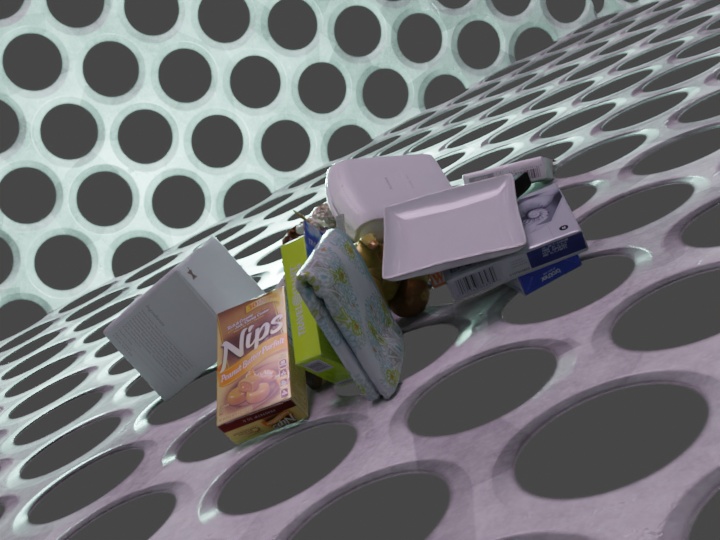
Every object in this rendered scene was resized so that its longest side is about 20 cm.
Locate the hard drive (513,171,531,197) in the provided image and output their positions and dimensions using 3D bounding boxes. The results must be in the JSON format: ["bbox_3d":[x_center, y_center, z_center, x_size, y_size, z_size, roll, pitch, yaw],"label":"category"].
[{"bbox_3d":[0.191,-0.115,1.797,0.199,0.033,0.139,-12,19,44],"label":"hard drive"}]

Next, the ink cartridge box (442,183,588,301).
[{"bbox_3d":[0.202,-0.055,1.428,0.198,0.041,0.200,-22,29,7],"label":"ink cartridge box"}]

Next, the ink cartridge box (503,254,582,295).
[{"bbox_3d":[0.240,-0.021,1.480,0.094,0.044,0.200,-28,14,-5],"label":"ink cartridge box"}]

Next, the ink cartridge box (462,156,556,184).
[{"bbox_3d":[0.301,-0.182,1.982,0.160,0.051,0.200,-12,-3,20],"label":"ink cartridge box"}]

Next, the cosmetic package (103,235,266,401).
[{"bbox_3d":[-0.293,0.081,1.727,0.200,0.167,0.167,-38,7,25],"label":"cosmetic package"}]

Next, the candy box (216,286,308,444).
[{"bbox_3d":[-0.138,0.129,1.396,0.115,0.055,0.201,-22,46,14],"label":"candy box"}]

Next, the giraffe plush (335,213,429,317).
[{"bbox_3d":[0.036,0.017,1.518,0.161,0.202,0.172,-1,6,-38],"label":"giraffe plush"}]

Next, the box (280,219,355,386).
[{"bbox_3d":[-0.053,0.046,1.374,0.047,0.201,0.122,-21,-29,22],"label":"box"}]

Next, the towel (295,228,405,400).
[{"bbox_3d":[-0.006,0.056,1.315,0.048,0.201,0.171,-28,13,17],"label":"towel"}]

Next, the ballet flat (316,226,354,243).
[{"bbox_3d":[0.000,0.000,1.618,0.072,0.200,0.072,-43,31,34],"label":"ballet flat"}]

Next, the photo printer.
[{"bbox_3d":[0.047,-0.114,1.606,0.198,0.070,0.167,-6,45,-19],"label":"photo printer"}]

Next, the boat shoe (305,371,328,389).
[{"bbox_3d":[-0.079,0.100,1.486,0.066,0.072,0.201,-11,36,-22],"label":"boat shoe"}]

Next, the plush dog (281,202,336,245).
[{"bbox_3d":[-0.039,-0.037,1.785,0.199,0.173,0.160,-29,14,-18],"label":"plush dog"}]

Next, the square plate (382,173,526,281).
[{"bbox_3d":[0.128,-0.057,1.404,0.197,0.029,0.201,-15,31,11],"label":"square plate"}]

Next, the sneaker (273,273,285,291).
[{"bbox_3d":[-0.123,0.069,1.636,0.201,0.073,0.085,-60,-7,28],"label":"sneaker"}]

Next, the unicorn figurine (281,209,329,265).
[{"bbox_3d":[-0.079,-0.010,1.680,0.074,0.201,0.137,-32,9,-38],"label":"unicorn figurine"}]

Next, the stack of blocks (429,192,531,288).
[{"bbox_3d":[0.200,-0.050,1.637,0.199,0.059,0.115,-23,14,12],"label":"stack of blocks"}]
